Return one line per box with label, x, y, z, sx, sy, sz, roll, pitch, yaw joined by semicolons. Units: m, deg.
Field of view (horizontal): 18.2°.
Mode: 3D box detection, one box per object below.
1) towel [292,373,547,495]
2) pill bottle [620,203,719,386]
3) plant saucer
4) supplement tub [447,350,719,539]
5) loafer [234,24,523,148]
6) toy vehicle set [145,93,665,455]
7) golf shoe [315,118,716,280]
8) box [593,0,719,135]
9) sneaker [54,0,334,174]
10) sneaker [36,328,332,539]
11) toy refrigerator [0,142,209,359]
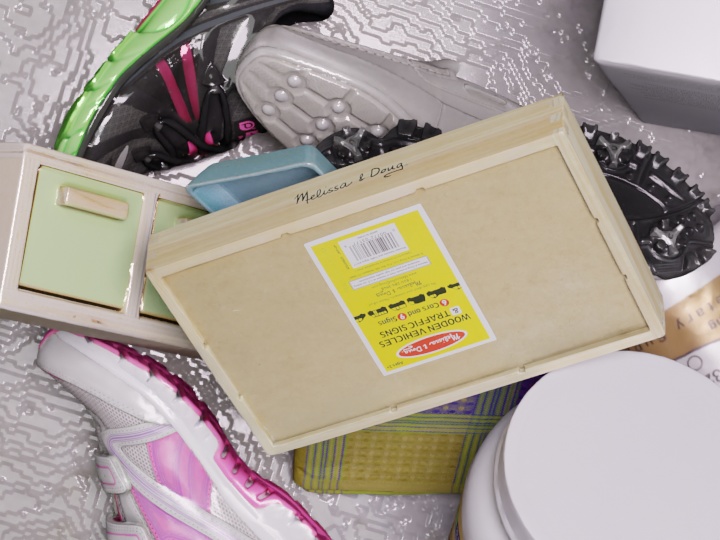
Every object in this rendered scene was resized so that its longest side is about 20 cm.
towel;0.041;0.058;1.102;0.142;0.201;0.023;2;55;-3
pill bottle;0.200;0.076;1.146;0.114;0.114;0.201;-32;94;-5
plant saucer;0.000;0.000;1.059;0.069;0.200;0.019;-10;57;30
supplement tub;0.112;0.142;1.076;0.144;0.201;0.147;3;56;-5
loafer;0.025;-0.076;1.136;0.199;0.070;0.070;26;47;-26
toy vehicle set;0.021;0.006;0.994;0.198;0.027;0.125;-18;128;17
golf shoe;0.072;-0.022;1.096;0.198;0.095;0.078;9;61;2
box;0.182;-0.138;1.092;0.097;0.200;0.126;11;89;13
sneaker;-0.088;-0.086;1.133;0.084;0.077;0.200;40;87;-1
sneaker;-0.098;0.112;1.129;0.088;0.081;0.200;-43;90;-1
toy refrigerator;-0.104;-0.003;1.078;0.199;0.070;0.077;15;82;-44
